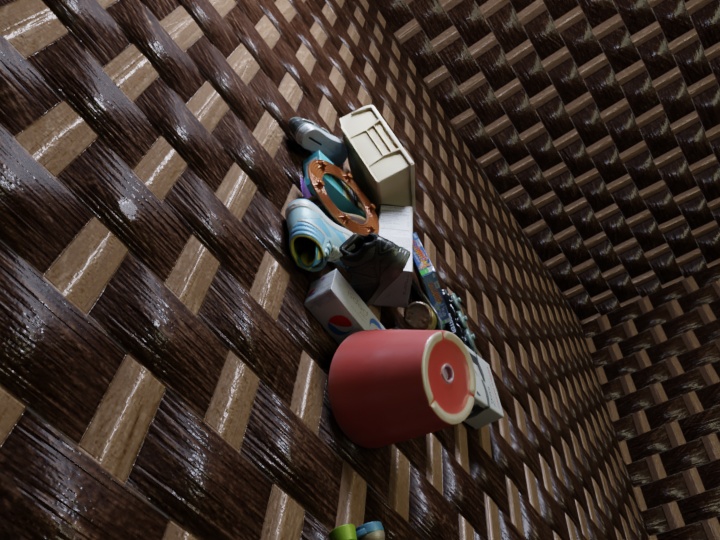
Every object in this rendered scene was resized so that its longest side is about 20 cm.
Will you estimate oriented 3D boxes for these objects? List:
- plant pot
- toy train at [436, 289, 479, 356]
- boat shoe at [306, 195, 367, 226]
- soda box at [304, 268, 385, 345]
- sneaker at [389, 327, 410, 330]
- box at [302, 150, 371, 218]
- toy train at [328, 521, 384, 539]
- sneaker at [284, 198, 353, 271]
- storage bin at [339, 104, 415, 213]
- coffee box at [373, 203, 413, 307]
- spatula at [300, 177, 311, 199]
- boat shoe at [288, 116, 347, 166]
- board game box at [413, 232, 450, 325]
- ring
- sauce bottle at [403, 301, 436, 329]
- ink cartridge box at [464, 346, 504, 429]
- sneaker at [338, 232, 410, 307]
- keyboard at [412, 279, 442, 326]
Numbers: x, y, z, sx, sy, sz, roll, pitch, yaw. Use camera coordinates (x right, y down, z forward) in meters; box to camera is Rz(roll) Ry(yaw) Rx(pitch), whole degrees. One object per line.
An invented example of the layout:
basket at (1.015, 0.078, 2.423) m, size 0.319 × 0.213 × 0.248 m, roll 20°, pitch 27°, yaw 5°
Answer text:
plant pot at (0.076, 0.180, 1.013) m, size 0.199 × 0.176 × 0.203 m, roll 18°, pitch 64°, yaw -42°
toy train at (0.242, 0.148, 1.602) m, size 0.114 × 0.084 × 0.202 m, roll 48°, pitch 21°, yaw -57°
boat shoe at (-0.037, -0.081, 1.280) m, size 0.199 × 0.070 × 0.071 m, roll 23°, pitch 36°, yaw -44°
soda box at (-0.013, 0.098, 1.134) m, size 0.201 × 0.063 × 0.068 m, roll 52°, pitch 25°, yaw -23°
sneaker at (0.097, 0.200, 1.245) m, size 0.077 × 0.078 × 0.201 m, roll 31°, pitch 27°, yaw -51°
box at (-0.045, -0.169, 1.384) m, size 0.200 × 0.049 × 0.083 m, roll 38°, pitch 32°, yaw -43°
toy train at (-0.012, 0.383, 0.808) m, size 0.199 × 0.084 × 0.116 m, roll 32°, pitch 26°, yaw -49°
sneaker at (-0.062, -0.030, 1.161) m, size 0.199 × 0.079 × 0.131 m, roll 35°, pitch 32°, yaw -30°
storage bin at (0.038, -0.243, 1.455) m, size 0.200 × 0.093 × 0.200 m, roll 60°, pitch -7°, yaw 23°
coffee box at (0.069, -0.035, 1.354) m, size 0.114 × 0.079 × 0.202 m, roll 95°, pitch -1°, yaw -46°
spatula at (-0.069, -0.116, 1.311) m, size 0.200 × 0.020 × 0.057 m, roll 41°, pitch 29°, yaw -41°
boat shoe at (-0.091, -0.290, 1.395) m, size 0.071 × 0.072 × 0.200 m, roll 52°, pitch 9°, yaw 24°
board game box at (0.161, 0.024, 1.511) m, size 0.201 × 0.034 × 0.136 m, roll 66°, pitch 2°, yaw -48°
ring at (-0.028, -0.150, 1.279) m, size 0.200 × 0.019 × 0.202 m, roll 39°, pitch 29°, yaw -26°
sauce bottle at (0.137, 0.109, 1.391) m, size 0.067 × 0.065 × 0.200 m, roll 66°, pitch 8°, yaw 12°
ink cartridge box at (0.241, 0.261, 1.456) m, size 0.200 × 0.083 × 0.146 m, roll 38°, pitch 32°, yaw -43°
sneaker at (0.000, 0.000, 1.149) m, size 0.114 × 0.200 × 0.077 m, roll 34°, pitch 50°, yaw -4°
keyboard at (0.140, 0.050, 1.485) m, size 0.056 × 0.011 × 0.201 m, roll 56°, pitch 2°, yaw -46°
